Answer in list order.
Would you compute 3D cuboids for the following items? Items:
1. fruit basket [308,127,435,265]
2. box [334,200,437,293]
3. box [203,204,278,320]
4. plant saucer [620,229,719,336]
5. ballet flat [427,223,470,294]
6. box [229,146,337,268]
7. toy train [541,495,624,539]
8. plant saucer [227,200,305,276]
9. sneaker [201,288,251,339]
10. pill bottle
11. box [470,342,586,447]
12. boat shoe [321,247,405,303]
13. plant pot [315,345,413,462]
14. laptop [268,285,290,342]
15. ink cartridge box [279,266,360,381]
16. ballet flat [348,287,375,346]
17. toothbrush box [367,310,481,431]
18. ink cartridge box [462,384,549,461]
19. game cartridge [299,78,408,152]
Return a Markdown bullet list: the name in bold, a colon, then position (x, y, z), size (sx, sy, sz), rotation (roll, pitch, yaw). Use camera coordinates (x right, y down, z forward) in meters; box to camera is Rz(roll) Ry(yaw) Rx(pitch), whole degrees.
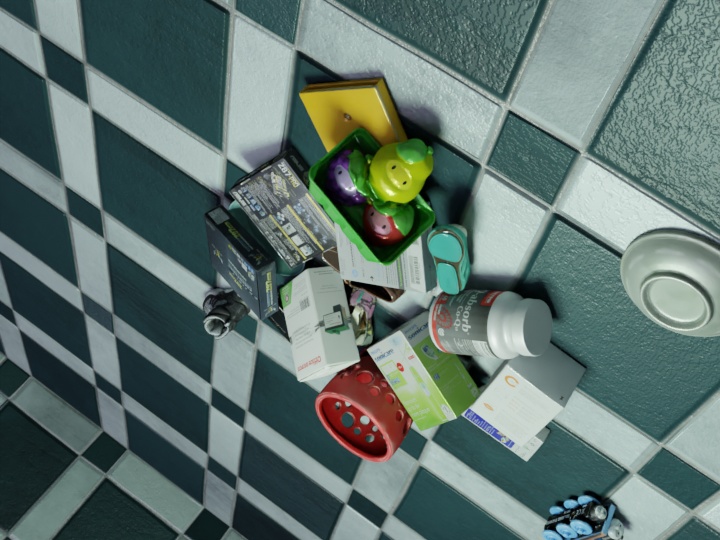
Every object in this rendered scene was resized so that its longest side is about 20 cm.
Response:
- **fruit basket**: position (0.031, -0.129, 1.499), size (0.215, 0.155, 0.217), rotation (38, 156, 21)
- **box**: position (0.041, -0.051, 1.671), size (0.198, 0.041, 0.158), rotation (8, 113, 39)
- **box**: position (-0.246, -0.016, 1.938), size (0.200, 0.051, 0.159), rotation (46, 152, 30)
- **plant saucer**: position (0.468, 0.034, 1.372), size (0.198, 0.050, 0.201), rotation (26, 145, 20)
- **ballet flat**: position (0.153, -0.037, 1.585), size (0.066, 0.071, 0.201), rotation (14, 152, 17)
- **box**: position (-0.132, -0.115, 1.779), size (0.160, 0.049, 0.201), rotation (-24, 112, 39)
- **toy train**: position (0.462, 0.533, 1.942), size (0.114, 0.087, 0.200), rotation (34, 146, -6)
- **plant saucer**: position (-0.185, -0.076, 1.927), size (0.198, 0.036, 0.201), rotation (27, 144, 21)
- **sneaker**: position (-0.341, 0.103, 2.227), size (0.199, 0.114, 0.076), rotation (-9, 123, 50)
- **pill bottle**: position (0.225, 0.092, 1.630), size (0.198, 0.116, 0.117), rotation (2, 131, 44)
- **box**: position (0.303, 0.218, 1.715), size (0.124, 0.098, 0.201), rotation (36, 148, 7)
- **boat shoe**: position (0.000, 0.000, 1.797), size (0.198, 0.070, 0.071), rotation (23, 145, 28)
- **plant pot**: position (0.030, 0.269, 1.977), size (0.199, 0.183, 0.202), rotation (26, 146, 20)
- **laptop**: position (-0.153, 0.135, 2.078), size (0.178, 0.104, 0.199), rotation (49, 139, -12)
- **ink cartridge box**: position (-0.085, 0.110, 1.905), size (0.146, 0.083, 0.203), rotation (-32, 68, 57)
- **ballet flat**: position (-0.009, 0.109, 1.931), size (0.069, 0.071, 0.201), rotation (27, 145, 15)
- **toothbrush box**: position (0.125, 0.201, 1.852), size (0.201, 0.086, 0.145), rotation (58, 147, 2)
- **ink cartridge box**: position (0.276, 0.297, 1.891), size (0.199, 0.039, 0.100), rotation (34, 146, 8)
- **game cartridge**: position (0.005, -0.224, 1.567), size (0.175, 0.033, 0.201), rotation (6, 136, 42)
